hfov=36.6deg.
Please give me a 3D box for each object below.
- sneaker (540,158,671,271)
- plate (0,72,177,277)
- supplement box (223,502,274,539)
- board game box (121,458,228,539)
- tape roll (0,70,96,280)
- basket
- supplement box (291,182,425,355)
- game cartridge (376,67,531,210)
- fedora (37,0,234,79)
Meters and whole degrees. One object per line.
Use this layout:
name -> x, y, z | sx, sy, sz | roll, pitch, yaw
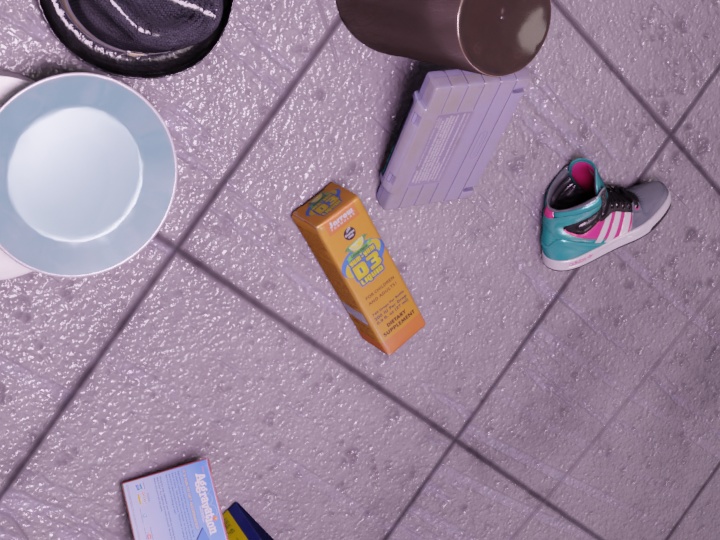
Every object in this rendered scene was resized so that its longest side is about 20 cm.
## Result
sneaker -> 0.311, -0.095, 1.394 | 0.198, 0.084, 0.122 | -29, 130, -15
plate -> -0.275, -0.092, 1.054 | 0.198, 0.026, 0.203 | -11, 113, -26
supplement box -> -0.173, 0.399, 1.293 | 0.200, 0.109, 0.110 | -42, 123, -8
board game box -> -0.195, 0.323, 1.221 | 0.102, 0.019, 0.203 | -15, 79, -4
tape roll -> -0.355, -0.089, 1.047 | 0.200, 0.037, 0.206 | -11, 114, -26
basket -> 0.096, -0.275, 1.130 | 0.178, 0.200, 0.138 | 0, 109, -30
supplement box -> 0.000, 0.000, 1.262 | 0.066, 0.069, 0.201 | -38, 120, -13
game cartridge -> 0.098, -0.149, 1.222 | 0.128, 0.039, 0.201 | -6, 146, -23
fedora -> -0.201, -0.267, 1.030 | 0.198, 0.091, 0.203 | -11, 113, -26
